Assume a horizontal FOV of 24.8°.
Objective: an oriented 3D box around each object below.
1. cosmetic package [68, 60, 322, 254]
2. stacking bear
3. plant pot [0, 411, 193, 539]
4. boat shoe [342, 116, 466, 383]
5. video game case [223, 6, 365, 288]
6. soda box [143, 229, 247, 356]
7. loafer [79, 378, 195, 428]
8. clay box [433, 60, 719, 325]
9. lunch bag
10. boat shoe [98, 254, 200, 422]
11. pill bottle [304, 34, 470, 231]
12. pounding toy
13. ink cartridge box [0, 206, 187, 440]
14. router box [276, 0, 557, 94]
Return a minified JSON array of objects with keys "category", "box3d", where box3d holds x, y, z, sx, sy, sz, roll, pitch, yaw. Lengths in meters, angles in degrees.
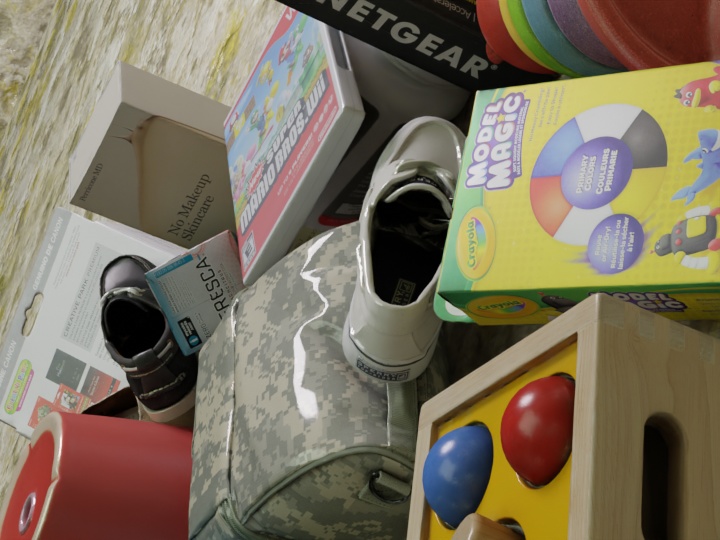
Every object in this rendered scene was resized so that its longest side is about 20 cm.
[{"category":"cosmetic package","box3d":[-0.122,-0.075,1.303,0.104,0.199,0.073,-58,25,26]},{"category":"stacking bear","box3d":[0.128,-0.155,0.913,0.123,0.113,0.200,-72,17,-5]},{"category":"plant pot","box3d":[-0.167,0.198,1.208,0.201,0.176,0.202,-49,30,42]},{"category":"boat shoe","box3d":[0.031,-0.030,0.939,0.066,0.071,0.201,101,-173,-47]},{"category":"video game case","box3d":[-0.049,-0.099,1.091,0.144,0.017,0.201,-59,24,28]},{"category":"soda box","box3d":[-0.106,0.014,1.175,0.068,0.064,0.200,-28,1,-3]},{"category":"loafer","box3d":[-0.148,0.113,1.301,0.199,0.067,0.077,-31,59,21]},{"category":"clay box","box3d":[0.116,-0.035,0.796,0.199,0.048,0.116,-3,65,36]},{"category":"lunch bag","box3d":[-0.012,0.085,0.983,0.168,0.138,0.201,126,154,-43]},{"category":"boat shoe","box3d":[-0.173,0.036,1.291,0.072,0.068,0.200,-36,34,3]},{"category":"pill bottle","box3d":[0.009,-0.126,1.154,0.200,0.113,0.115,-47,31,44]},{"category":"pounding toy","box3d":[0.086,0.128,0.710,0.184,0.141,0.202,-39,37,53]},{"category":"ink cartridge box","box3d":[-0.213,0.066,1.427,0.202,0.174,0.084,-68,-22,4]},{"category":"router box","box3d":[0.034,-0.205,1.043,0.051,0.199,0.150,-42,35,46]}]
